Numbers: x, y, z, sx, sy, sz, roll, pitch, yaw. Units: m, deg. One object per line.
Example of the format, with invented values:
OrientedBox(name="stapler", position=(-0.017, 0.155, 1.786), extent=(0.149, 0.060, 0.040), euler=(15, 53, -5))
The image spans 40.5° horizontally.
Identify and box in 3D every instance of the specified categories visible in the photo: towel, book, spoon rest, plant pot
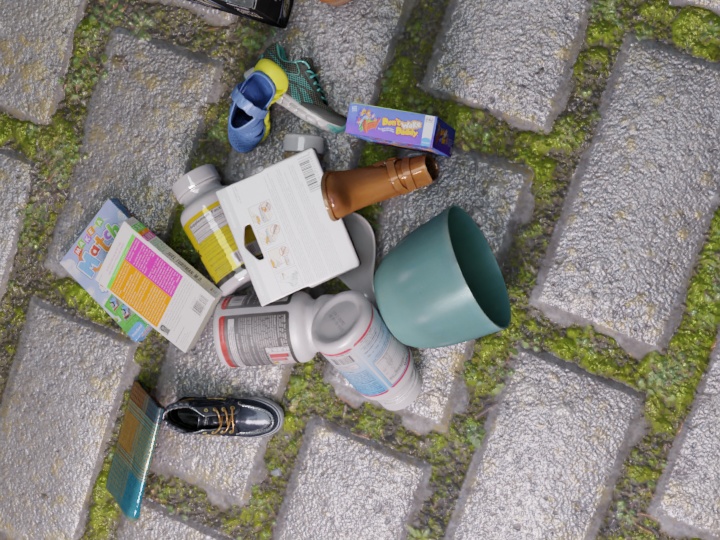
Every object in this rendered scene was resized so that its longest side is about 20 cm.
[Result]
OrientedBox(name="towel", position=(-0.385, 0.307, 1.675), extent=(0.146, 0.021, 0.204), euler=(25, 101, 56))
OrientedBox(name="book", position=(-0.333, 0.024, 1.617), extent=(0.199, 0.048, 0.134), euler=(40, 125, 7))
OrientedBox(name="spoon rest", position=(0.000, 0.000, 1.590), extent=(0.098, 0.061, 0.203), euler=(-28, 87, 13))
OrientedBox(name="plant pot", position=(0.116, 0.026, 1.501), extent=(0.159, 0.200, 0.204), euler=(-26, 87, 23))

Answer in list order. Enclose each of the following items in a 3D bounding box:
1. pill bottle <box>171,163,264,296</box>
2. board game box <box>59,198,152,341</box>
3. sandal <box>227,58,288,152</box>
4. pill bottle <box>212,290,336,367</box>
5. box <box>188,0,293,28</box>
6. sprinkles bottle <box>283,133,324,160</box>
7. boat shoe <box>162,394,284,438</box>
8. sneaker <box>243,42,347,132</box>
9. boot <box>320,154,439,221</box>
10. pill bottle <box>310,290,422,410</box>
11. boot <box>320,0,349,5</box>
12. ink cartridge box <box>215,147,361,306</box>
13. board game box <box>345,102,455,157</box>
OrientedBox(name="pill bottle", position=(-0.230, -0.069, 1.616), extent=(0.110, 0.111, 0.202), euler=(-31, 85, 13))
OrientedBox(name="board game box", position=(-0.409, -0.001, 1.701), extent=(0.200, 0.037, 0.152), euler=(43, 102, 9))
OrientedBox(name="sandal", position=(-0.184, -0.253, 1.565), extent=(0.079, 0.201, 0.087), euler=(38, 57, 5))
OrientedBox(name="pill bottle", position=(-0.132, 0.095, 1.598), extent=(0.196, 0.116, 0.118), euler=(-5, 92, 14))
OrientedBox(name="box", position=(-0.220, -0.468, 1.565), extent=(0.197, 0.164, 0.088), euler=(19, 97, 11))
OrientedBox(name="sprinkles bottle", position=(-0.099, -0.120, 1.604), extent=(0.067, 0.068, 0.205), euler=(6, 95, 13))
OrientedBox(name="boat shoe", position=(-0.232, 0.252, 1.643), extent=(0.196, 0.091, 0.072), euler=(2, 94, 13))
OrientedBox(name="sneaker", position=(-0.094, -0.300, 1.592), extent=(0.198, 0.078, 0.092), euler=(34, 96, 8))
OrientedBox(name="boot", position=(0.032, -0.131, 1.502), extent=(0.152, 0.200, 0.078), euler=(-11, 93, 22))
OrientedBox(name="pill bottle", position=(0.016, 0.131, 1.524), extent=(0.108, 0.110, 0.200), euler=(-30, 129, 13))
OrientedBox(name="boot", position=(0.002, -0.486, 1.506), extent=(0.197, 0.155, 0.078), euler=(-24, 87, 14))
OrientedBox(name="ink cartridge box", position=(-0.113, -0.068, 1.552), extent=(0.171, 0.044, 0.203), euler=(-22, 92, 5))
OrientedBox(name="board game box", position=(0.065, -0.213, 1.490), extent=(0.132, 0.200, 0.046), euler=(12, 95, 12))
